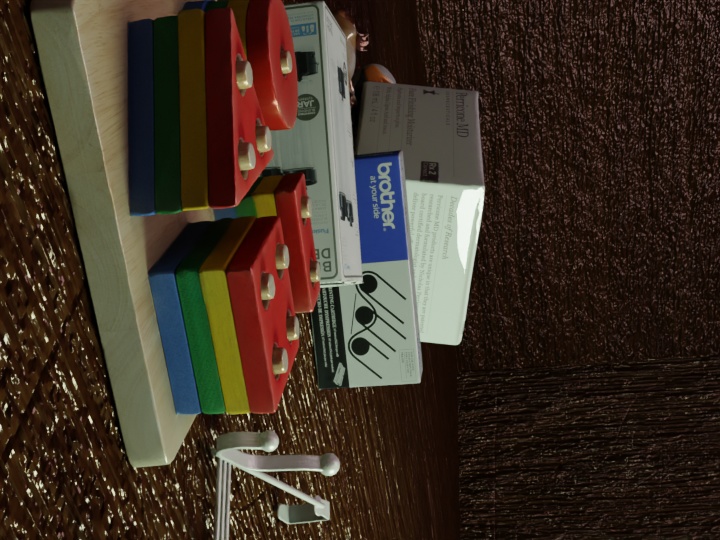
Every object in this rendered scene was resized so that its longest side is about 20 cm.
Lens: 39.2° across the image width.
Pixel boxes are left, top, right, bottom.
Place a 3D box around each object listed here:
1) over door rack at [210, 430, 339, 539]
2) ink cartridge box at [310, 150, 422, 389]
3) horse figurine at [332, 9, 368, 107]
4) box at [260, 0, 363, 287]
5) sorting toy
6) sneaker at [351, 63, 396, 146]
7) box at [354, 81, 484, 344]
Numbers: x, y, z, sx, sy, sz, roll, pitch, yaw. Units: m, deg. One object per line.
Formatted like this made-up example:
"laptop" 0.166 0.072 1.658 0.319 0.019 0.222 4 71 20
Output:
"over door rack" -0.039 0.191 0.602 0.200 0.066 0.150 70 19 -64
"ink cartridge box" 0.000 0.000 0.892 0.044 0.093 0.203 -58 142 -77
"horse figurine" -0.022 -0.191 0.998 0.133 0.049 0.202 85 7 -52
"box" -0.040 -0.087 0.766 0.117 0.059 0.203 -6 91 -82
"sorting toy" -0.069 -0.044 0.493 0.200 0.069 0.202 -73 158 -68
"sneaker" 0.008 -0.206 1.192 0.200 0.075 0.093 86 -6 -75
"box" 0.053 -0.063 1.063 0.200 0.129 0.202 -85 180 -53
